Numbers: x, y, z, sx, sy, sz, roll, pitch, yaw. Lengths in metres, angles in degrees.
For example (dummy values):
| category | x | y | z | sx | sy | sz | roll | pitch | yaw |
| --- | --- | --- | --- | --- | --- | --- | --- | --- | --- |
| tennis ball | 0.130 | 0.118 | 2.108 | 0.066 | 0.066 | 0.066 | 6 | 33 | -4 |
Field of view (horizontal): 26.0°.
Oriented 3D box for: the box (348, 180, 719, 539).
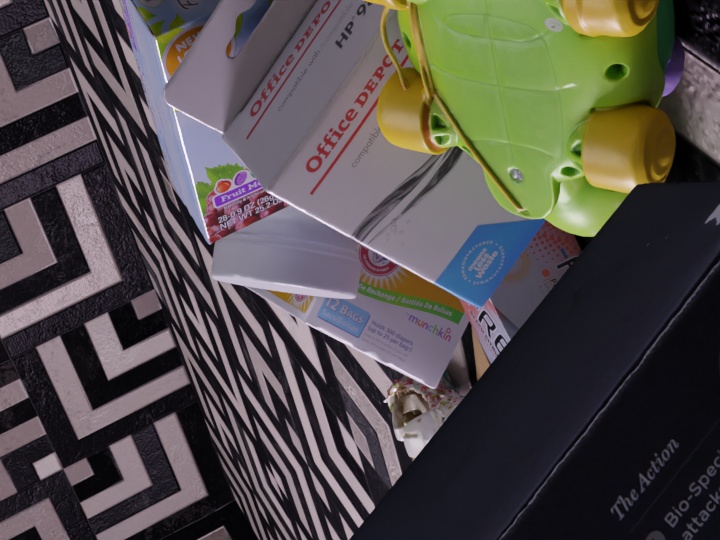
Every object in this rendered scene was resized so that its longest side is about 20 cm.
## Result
| category | x | y | z | sx | sy | sz | roll | pitch | yaw |
| --- | --- | --- | --- | --- | --- | --- | --- | --- | --- |
| box | 0.129 | 0.105 | 0.560 | 0.200 | 0.197 | 0.117 | 42 | 173 | -13 |

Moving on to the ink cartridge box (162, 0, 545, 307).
| category | x | y | z | sx | sy | sz | roll | pitch | yaw |
| --- | --- | --- | --- | --- | --- | --- | --- | --- | --- |
| ink cartridge box | 0.014 | -0.075 | 0.779 | 0.199 | 0.116 | 0.067 | 27 | -166 | -38 |

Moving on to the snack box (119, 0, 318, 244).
| category | x | y | z | sx | sy | sz | roll | pitch | yaw |
| --- | --- | --- | --- | --- | --- | --- | --- | --- | --- |
| snack box | -0.020 | -0.125 | 0.842 | 0.068 | 0.198 | 0.170 | 55 | 164 | 33 |

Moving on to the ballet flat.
| category | x | y | z | sx | sy | sz | roll | pitch | yaw |
| --- | --- | --- | --- | --- | --- | --- | --- | --- | --- |
| ballet flat | 0.061 | 0.126 | 1.243 | 0.200 | 0.063 | 0.077 | -136 | 28 | -79 |

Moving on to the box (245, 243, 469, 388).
| category | x | y | z | sx | sy | sz | roll | pitch | yaw |
| --- | --- | --- | --- | --- | --- | --- | --- | --- | --- |
| box | 0.000 | 0.000 | 1.128 | 0.112 | 0.102 | 0.200 | 27 | 179 | -20 |

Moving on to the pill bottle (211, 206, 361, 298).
| category | x | y | z | sx | sy | sz | roll | pitch | yaw |
| --- | --- | --- | --- | --- | --- | --- | --- | --- | --- |
| pill bottle | -0.035 | -0.088 | 0.982 | 0.116 | 0.115 | 0.203 | 170 | 108 | -77 |

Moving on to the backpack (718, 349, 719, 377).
| category | x | y | z | sx | sy | sz | roll | pitch | yaw |
| --- | --- | --- | --- | --- | --- | --- | --- | --- | --- |
| backpack | 0.197 | 0.049 | 0.361 | 0.201 | 0.177 | 0.151 | 52 | 169 | 7 |

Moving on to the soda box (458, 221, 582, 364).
| category | x | y | z | sx | sy | sz | roll | pitch | yaw |
| --- | --- | --- | --- | --- | --- | --- | --- | --- | --- |
| soda box | 0.117 | 0.049 | 0.916 | 0.202 | 0.068 | 0.064 | 64 | 168 | 9 |

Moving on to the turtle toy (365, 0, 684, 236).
| category | x | y | z | sx | sy | sz | roll | pitch | yaw |
| --- | --- | --- | --- | --- | --- | --- | --- | --- | --- |
| turtle toy | 0.084 | -0.093 | 0.691 | 0.144 | 0.101 | 0.202 | 15 | 136 | 34 |

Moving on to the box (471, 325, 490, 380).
| category | x | y | z | sx | sy | sz | roll | pitch | yaw |
| --- | --- | --- | --- | --- | --- | --- | --- | --- | --- |
| box | 0.123 | 0.156 | 1.147 | 0.201 | 0.021 | 0.165 | 80 | 170 | -50 |
